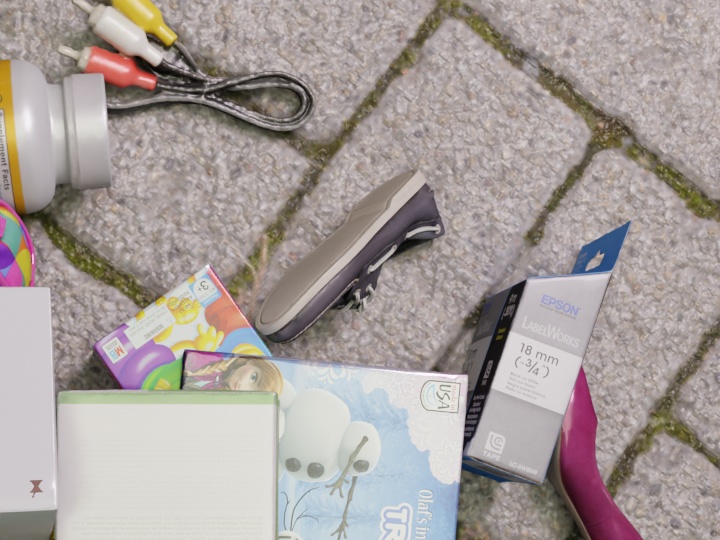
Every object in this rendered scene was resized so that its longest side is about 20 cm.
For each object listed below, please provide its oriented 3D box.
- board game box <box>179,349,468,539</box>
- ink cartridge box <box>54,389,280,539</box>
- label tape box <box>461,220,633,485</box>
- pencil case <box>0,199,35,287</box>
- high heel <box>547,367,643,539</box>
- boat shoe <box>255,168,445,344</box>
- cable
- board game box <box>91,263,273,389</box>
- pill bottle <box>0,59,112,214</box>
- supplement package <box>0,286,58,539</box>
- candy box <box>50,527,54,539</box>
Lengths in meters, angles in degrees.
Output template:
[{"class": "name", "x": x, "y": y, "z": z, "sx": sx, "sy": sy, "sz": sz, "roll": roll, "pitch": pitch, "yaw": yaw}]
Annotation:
[{"class": "board game box", "x": -0.033, "y": 0.162, "z": 1.107, "sx": 0.198, "sy": 0.043, "sz": 0.201, "roll": 5, "pitch": 85, "yaw": -7}, {"class": "ink cartridge box", "x": -0.125, "y": 0.178, "z": 1.051, "sx": 0.145, "sy": 0.048, "sz": 0.201, "roll": 0, "pitch": 85, "yaw": -2}, {"class": "label tape box", "x": 0.124, "y": 0.055, "z": 1.199, "sx": 0.063, "sy": 0.144, "sz": 0.201, "roll": 20, "pitch": 81, "yaw": -4}, {"class": "pencil case", "x": -0.330, "y": 0.009, "z": 1.132, "sx": 0.199, "sy": 0.088, "sz": 0.089, "roll": -15, "pitch": 87, "yaw": 7}, {"class": "high heel", "x": 0.191, "y": 0.162, "z": 1.239, "sx": 0.096, "sy": 0.067, "sz": 0.201, "roll": -2, "pitch": 98, "yaw": -3}, {"class": "boat shoe", "x": 0.000, "y": 0.000, "z": 1.197, "sx": 0.200, "sy": 0.073, "sz": 0.063, "roll": -46, "pitch": 110, "yaw": -39}, {"class": "cable", "x": -0.134, "y": -0.144, "z": 1.224, "sx": 0.199, "sy": 0.050, "sz": 0.097, "roll": 26, "pitch": 84, "yaw": -5}, {"class": "board game box", "x": -0.097, "y": 0.110, "z": 1.178, "sx": 0.105, "sy": 0.103, "sz": 0.200, "roll": -36, "pitch": 91, "yaw": -10}, {"class": "pill bottle", "x": -0.282, "y": -0.094, "z": 1.164, "sx": 0.199, "sy": 0.113, "sz": 0.113, "roll": -5, "pitch": 85, "yaw": -9}, {"class": "supplement package", "x": -0.299, "y": 0.111, "z": 1.056, "sx": 0.190, "sy": 0.200, "sz": 0.148, "roll": 0, "pitch": 70, "yaw": -15}, {"class": "candy box", "x": -0.293, "y": 0.215, "z": 1.158, "sx": 0.199, "sy": 0.026, "sz": 0.103, "roll": -9, "pitch": 92, "yaw": -17}]
